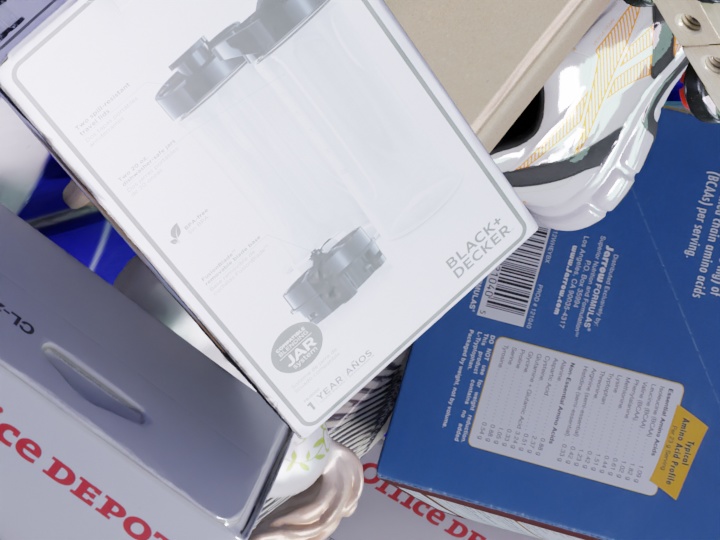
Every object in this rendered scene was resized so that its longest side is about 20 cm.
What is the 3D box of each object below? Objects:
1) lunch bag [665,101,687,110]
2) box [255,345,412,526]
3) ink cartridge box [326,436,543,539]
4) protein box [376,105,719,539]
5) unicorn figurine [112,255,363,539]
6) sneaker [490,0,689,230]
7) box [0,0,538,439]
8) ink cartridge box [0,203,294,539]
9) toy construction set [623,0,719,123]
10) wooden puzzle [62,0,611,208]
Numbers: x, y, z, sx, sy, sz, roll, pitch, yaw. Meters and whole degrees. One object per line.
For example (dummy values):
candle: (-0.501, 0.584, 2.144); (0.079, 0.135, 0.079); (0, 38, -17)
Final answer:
lunch bag: (0.113, 0.004, 1.579); (0.200, 0.077, 0.160); (-51, 161, 22)
box: (-0.056, 0.088, 1.425); (0.200, 0.068, 0.082); (-46, 163, 8)
ink cartridge box: (0.003, 0.198, 1.477); (0.200, 0.144, 0.085); (-49, 151, -21)
protein box: (0.140, 0.035, 1.393); (0.135, 0.199, 0.200); (37, 69, -72)
unicorn figurine: (-0.067, 0.035, 1.141); (0.137, 0.074, 0.200); (-33, 128, 7)
sneaker: (0.106, -0.111, 1.251); (0.080, 0.074, 0.201); (16, 106, -41)
box: (-0.038, -0.051, 1.006); (0.117, 0.060, 0.200); (-42, 130, -3)
ink cartridge box: (-0.138, 0.096, 1.097); (0.200, 0.145, 0.083); (-50, -173, 31)
toy construction set: (0.159, -0.134, 1.155); (0.092, 0.200, 0.131); (-16, -145, 53)
wooden puzzle: (0.000, -0.084, 1.154); (0.199, 0.037, 0.185); (9, 127, -48)
